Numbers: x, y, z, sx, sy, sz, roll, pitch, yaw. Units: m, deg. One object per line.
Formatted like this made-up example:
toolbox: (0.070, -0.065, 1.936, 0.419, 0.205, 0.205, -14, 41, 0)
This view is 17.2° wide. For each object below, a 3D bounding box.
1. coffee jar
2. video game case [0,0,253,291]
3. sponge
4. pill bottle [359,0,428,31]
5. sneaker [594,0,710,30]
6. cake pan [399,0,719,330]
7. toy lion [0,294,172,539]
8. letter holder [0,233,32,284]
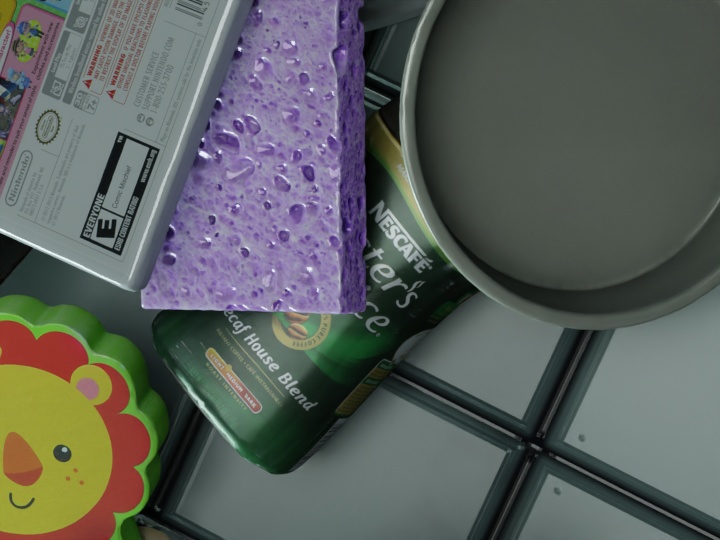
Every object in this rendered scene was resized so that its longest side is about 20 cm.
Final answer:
coffee jar: (0.000, 0.000, 1.167, 0.200, 0.085, 0.104, -43, 82, 11)
video game case: (-0.142, -0.117, 1.100, 0.181, 0.022, 0.201, 23, 96, 20)
sponge: (-0.051, -0.080, 1.108, 0.111, 0.030, 0.202, 3, 96, 29)
pill bottle: (-0.008, -0.224, 1.150, 0.113, 0.114, 0.201, -19, 86, 14)
sneaker: (0.114, -0.202, 1.146, 0.099, 0.078, 0.201, -19, 95, 8)
cake pan: (0.107, -0.075, 1.095, 0.199, 0.037, 0.202, -3, 99, -18)
toy lion: (-0.185, 0.111, 1.196, 0.199, 0.069, 0.193, -16, 107, 15)
letter holder: (-0.187, -0.089, 1.217, 0.100, 0.142, 0.200, 38, 103, -21)
